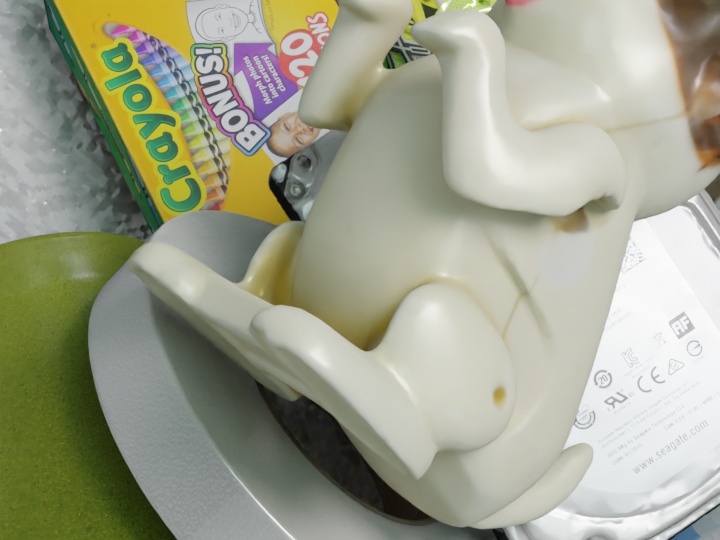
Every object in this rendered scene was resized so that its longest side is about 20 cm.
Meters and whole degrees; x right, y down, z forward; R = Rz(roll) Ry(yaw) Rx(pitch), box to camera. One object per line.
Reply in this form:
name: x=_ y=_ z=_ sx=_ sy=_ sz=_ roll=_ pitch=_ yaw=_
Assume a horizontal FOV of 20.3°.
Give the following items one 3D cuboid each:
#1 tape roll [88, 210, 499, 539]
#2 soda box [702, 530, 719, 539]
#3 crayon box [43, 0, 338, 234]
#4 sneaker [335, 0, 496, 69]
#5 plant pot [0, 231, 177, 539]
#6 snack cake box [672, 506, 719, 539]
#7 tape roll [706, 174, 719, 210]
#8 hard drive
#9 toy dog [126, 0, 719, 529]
tape roll: x=-0.016 y=0.063 z=0.772 sx=0.203 sy=0.037 sz=0.203 roll=38 pitch=25 yaw=-22
soda box: x=0.203 y=0.169 z=0.931 sx=0.068 sy=0.063 sz=0.200 roll=-24 pitch=103 yaw=13
crayon box: x=-0.054 y=-0.071 z=0.920 sx=0.118 sy=0.058 sz=0.200 roll=-24 pitch=70 yaw=-12
sneaker: x=0.035 y=-0.114 z=0.927 sx=0.075 sy=0.076 sz=0.200 roll=-40 pitch=87 yaw=-12
plant pot: x=-0.113 y=0.096 z=0.808 sx=0.200 sy=0.200 sz=0.193 roll=-8 pitch=64 yaw=-25
snack cake box: x=0.100 y=0.009 z=0.847 sx=0.200 sy=0.067 sz=0.115 roll=49 pitch=46 yaw=0
tape roll: x=0.198 y=-0.037 z=0.973 sx=0.071 sy=0.202 sz=0.203 roll=34 pitch=62 yaw=-8
hard drive: x=0.075 y=0.009 z=0.768 sx=0.139 sy=0.038 sz=0.200 roll=-32 pitch=87 yaw=-7
toy dog: x=0.056 y=-0.022 z=0.684 sx=0.194 sy=0.139 sz=0.200 roll=41 pitch=81 yaw=-22
